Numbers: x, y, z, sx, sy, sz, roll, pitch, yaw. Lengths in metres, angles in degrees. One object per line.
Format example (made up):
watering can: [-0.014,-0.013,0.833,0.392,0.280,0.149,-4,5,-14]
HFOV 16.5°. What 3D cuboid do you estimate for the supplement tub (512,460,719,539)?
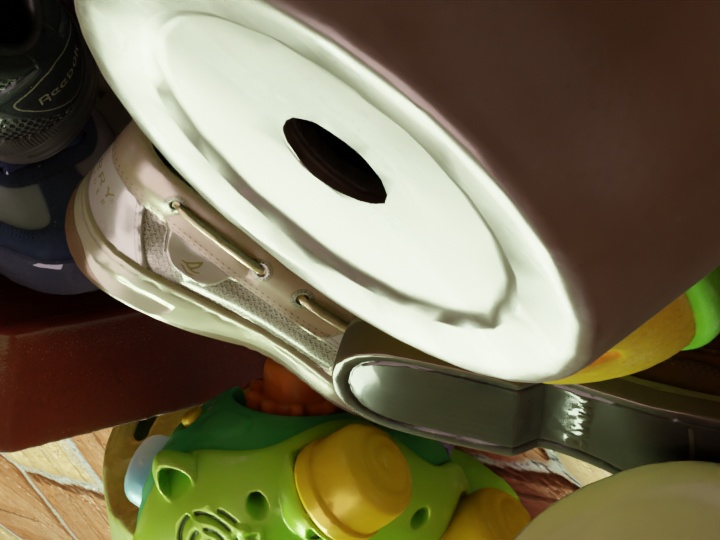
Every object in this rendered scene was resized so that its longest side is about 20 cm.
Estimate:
supplement tub: [0.115,0.163,0.809,0.122,0.123,0.200,24,152,35]

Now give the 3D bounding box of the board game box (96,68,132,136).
board game box: [-0.039,-0.015,0.987,0.200,0.035,0.126,40,160,-6]

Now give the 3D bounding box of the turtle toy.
turtle toy: [-0.008,0.096,0.951,0.145,0.102,0.200,-33,140,27]

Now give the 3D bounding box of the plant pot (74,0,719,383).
plant pot: [0.043,-0.080,0.474,0.199,0.174,0.200,34,162,12]

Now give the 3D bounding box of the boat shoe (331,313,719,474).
boat shoe: [0.094,0.029,0.801,0.199,0.068,0.072,17,150,-1]

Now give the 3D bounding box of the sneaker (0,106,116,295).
sneaker: [-0.140,-0.076,0.904,0.200,0.070,0.082,51,158,35]

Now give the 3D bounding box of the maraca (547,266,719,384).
maraca: [0.022,-0.044,0.694,0.200,0.107,0.137,41,163,-6]

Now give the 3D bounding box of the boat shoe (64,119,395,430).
boat shoe: [0.000,0.000,0.858,0.199,0.072,0.065,22,138,-19]

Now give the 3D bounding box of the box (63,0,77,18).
box: [-0.072,-0.125,0.787,0.136,0.039,0.200,17,152,47]

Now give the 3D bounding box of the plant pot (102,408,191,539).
plant pot: [-0.033,0.135,1.128,0.200,0.200,0.185,25,146,33]

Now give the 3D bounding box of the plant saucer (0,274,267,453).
plant saucer: [-0.152,0.007,0.966,0.199,0.037,0.199,22,-164,27]

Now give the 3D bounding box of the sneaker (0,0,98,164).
sneaker: [-0.180,-0.114,0.826,0.199,0.076,0.114,31,165,8]
